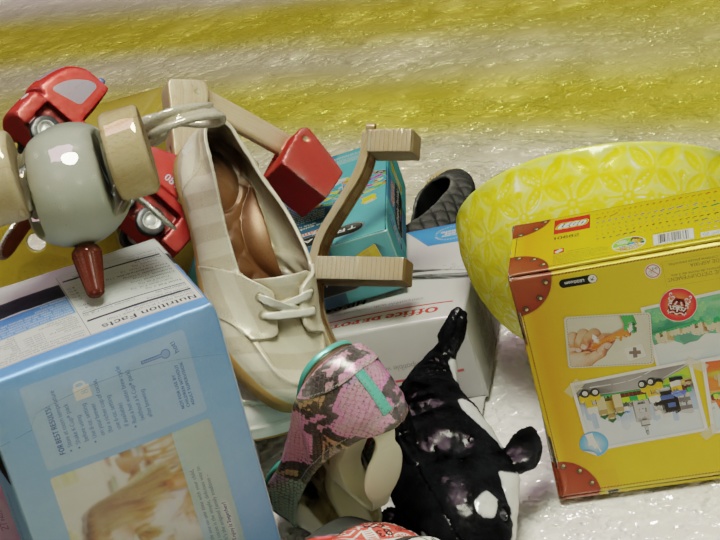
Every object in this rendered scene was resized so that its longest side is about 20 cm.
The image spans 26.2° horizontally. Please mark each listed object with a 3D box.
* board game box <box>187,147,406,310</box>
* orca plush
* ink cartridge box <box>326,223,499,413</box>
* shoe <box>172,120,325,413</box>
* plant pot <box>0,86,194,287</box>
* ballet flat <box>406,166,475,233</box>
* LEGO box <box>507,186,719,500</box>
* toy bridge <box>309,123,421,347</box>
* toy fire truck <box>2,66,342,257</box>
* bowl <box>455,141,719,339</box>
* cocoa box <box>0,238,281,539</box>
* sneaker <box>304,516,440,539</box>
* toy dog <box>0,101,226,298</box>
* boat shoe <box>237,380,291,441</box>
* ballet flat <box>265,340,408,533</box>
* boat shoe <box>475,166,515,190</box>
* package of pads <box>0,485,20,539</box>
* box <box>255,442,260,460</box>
[{"bbox_3d":[-0.043,-0.025,1.143,0.151,0.047,0.200,-17,22,9],"label":"board game box"},{"bbox_3d":[0.046,0.088,0.902,0.105,0.071,0.200,-20,36,25],"label":"orca plush"},{"bbox_3d":[0.032,0.042,1.080,0.116,0.068,0.200,-12,23,14],"label":"ink cartridge box"},{"bbox_3d":[-0.070,-0.005,0.987,0.070,0.200,0.053,-13,-19,-31],"label":"shoe"},{"bbox_3d":[-0.213,-0.009,1.165,0.194,0.196,0.200,-14,15,5],"label":"plant pot"},{"bbox_3d":[0.053,-0.046,1.260,0.066,0.057,0.200,-52,5,25],"label":"ballet flat"},{"bbox_3d":[0.196,0.037,0.877,0.200,0.149,0.077,-10,23,13],"label":"LEGO box"},{"bbox_3d":[0.000,0.000,1.015,0.067,0.200,0.027,0,-11,18],"label":"toy bridge"},{"bbox_3d":[-0.127,-0.082,1.059,0.141,0.200,0.049,-53,9,-26],"label":"toy fire truck"},{"bbox_3d":[0.162,0.010,0.986,0.200,0.200,0.108,-9,66,16],"label":"bowl"},{"bbox_3d":[-0.133,0.107,0.867,0.133,0.200,0.131,-20,23,-16],"label":"cocoa box"},{"bbox_3d":[-0.023,0.192,0.769,0.108,0.067,0.201,3,27,44],"label":"sneaker"},{"bbox_3d":[-0.153,-0.036,0.875,0.132,0.096,0.200,-10,4,16],"label":"toy dog"},{"bbox_3d":[-0.127,0.062,1.005,0.200,0.069,0.071,7,24,8],"label":"boat shoe"},{"bbox_3d":[-0.012,0.112,0.880,0.069,0.200,0.071,-29,69,-25],"label":"ballet flat"},{"bbox_3d":[0.150,-0.034,1.173,0.200,0.072,0.068,7,32,45],"label":"boat shoe"},{"bbox_3d":[-0.291,0.155,0.967,0.200,0.121,0.076,-19,23,-9],"label":"package of pads"},{"bbox_3d":[-0.167,0.134,1.036,0.200,0.041,0.039,-9,23,14],"label":"box"}]
